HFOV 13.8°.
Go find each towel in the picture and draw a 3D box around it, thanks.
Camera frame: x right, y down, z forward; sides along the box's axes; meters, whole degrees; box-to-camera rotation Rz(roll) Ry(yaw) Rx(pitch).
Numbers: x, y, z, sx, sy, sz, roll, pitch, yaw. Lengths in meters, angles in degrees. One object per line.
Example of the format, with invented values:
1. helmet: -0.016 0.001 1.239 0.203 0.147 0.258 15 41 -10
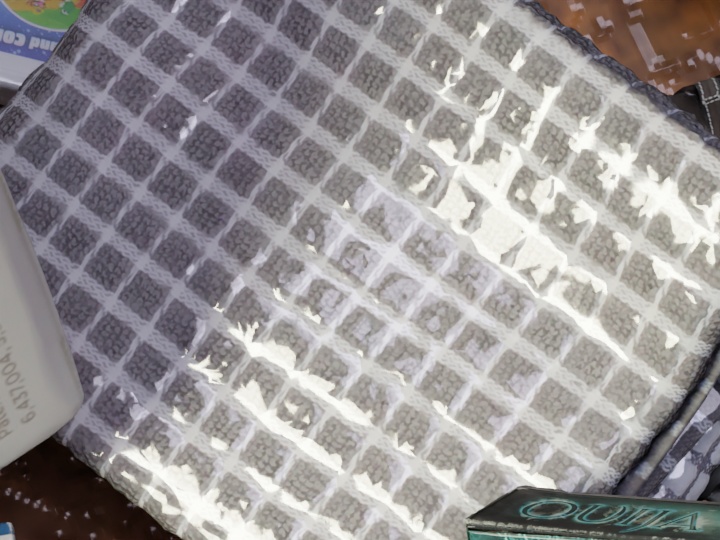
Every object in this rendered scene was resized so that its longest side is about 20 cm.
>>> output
1. towel: 0.000 0.000 0.742 0.200 0.086 0.166 37 87 19

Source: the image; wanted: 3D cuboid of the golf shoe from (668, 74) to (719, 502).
1. golf shoe: 0.102 -0.030 0.809 0.094 0.078 0.200 34 69 4

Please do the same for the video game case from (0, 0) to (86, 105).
1. video game case: -0.092 -0.143 0.849 0.143 0.018 0.200 14 70 -4

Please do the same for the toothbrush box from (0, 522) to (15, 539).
1. toothbrush box: -0.170 0.151 0.701 0.200 0.085 0.147 -7 72 -10

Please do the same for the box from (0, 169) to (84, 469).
1. box: -0.196 -0.036 0.634 0.171 0.200 0.199 -34 52 -17

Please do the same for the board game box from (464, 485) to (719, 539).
1. board game box: 0.118 0.118 0.628 0.028 0.200 0.135 -24 110 -51
